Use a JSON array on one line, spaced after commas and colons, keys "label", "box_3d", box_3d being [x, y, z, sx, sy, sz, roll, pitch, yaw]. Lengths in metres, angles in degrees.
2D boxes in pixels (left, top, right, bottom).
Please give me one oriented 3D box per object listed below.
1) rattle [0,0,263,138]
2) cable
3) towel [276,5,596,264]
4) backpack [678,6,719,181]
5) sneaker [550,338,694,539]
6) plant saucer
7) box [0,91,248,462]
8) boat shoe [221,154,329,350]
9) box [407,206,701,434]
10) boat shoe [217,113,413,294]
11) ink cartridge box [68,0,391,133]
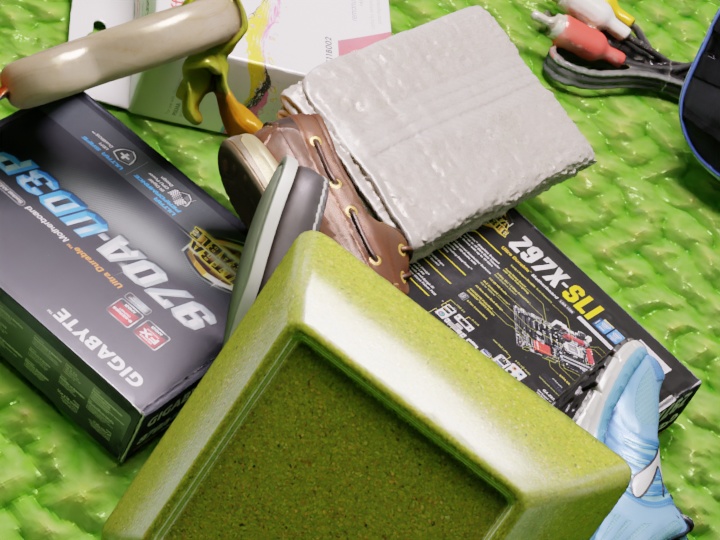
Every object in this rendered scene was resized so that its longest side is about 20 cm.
[{"label": "rattle", "box_3d": [-0.147, -0.077, 1.082, 0.130, 0.143, 0.200, 15, 33, 43]}, {"label": "cable", "box_3d": [0.210, -0.154, 1.391, 0.200, 0.050, 0.097, 22, 46, -4]}, {"label": "towel", "box_3d": [0.048, -0.085, 1.177, 0.200, 0.034, 0.133, -26, 76, -42]}, {"label": "backpack", "box_3d": [0.328, -0.116, 1.323, 0.200, 0.183, 0.147, 29, 19, 8]}, {"label": "sneaker", "box_3d": [0.130, 0.119, 1.005, 0.090, 0.078, 0.200, 36, 42, -8]}, {"label": "plant saucer", "box_3d": [-0.009, 0.116, 0.914, 0.200, 0.200, 0.048, 37, 12, 12]}, {"label": "box", "box_3d": [-0.147, -0.005, 1.074, 0.200, 0.046, 0.159, 40, 43, 14]}, {"label": "boat shoe", "box_3d": [-0.044, 0.043, 0.993, 0.060, 0.201, 0.072, 15, 2, -6]}, {"label": "box", "box_3d": [0.079, 0.043, 1.137, 0.200, 0.049, 0.160, 44, 43, 18]}, {"label": "boat shoe", "box_3d": [0.000, 0.000, 1.052, 0.068, 0.072, 0.200, -30, 81, -19]}, {"label": "ink cartridge box", "box_3d": [-0.083, -0.150, 1.231, 0.200, 0.068, 0.117, 11, 46, -17]}]
